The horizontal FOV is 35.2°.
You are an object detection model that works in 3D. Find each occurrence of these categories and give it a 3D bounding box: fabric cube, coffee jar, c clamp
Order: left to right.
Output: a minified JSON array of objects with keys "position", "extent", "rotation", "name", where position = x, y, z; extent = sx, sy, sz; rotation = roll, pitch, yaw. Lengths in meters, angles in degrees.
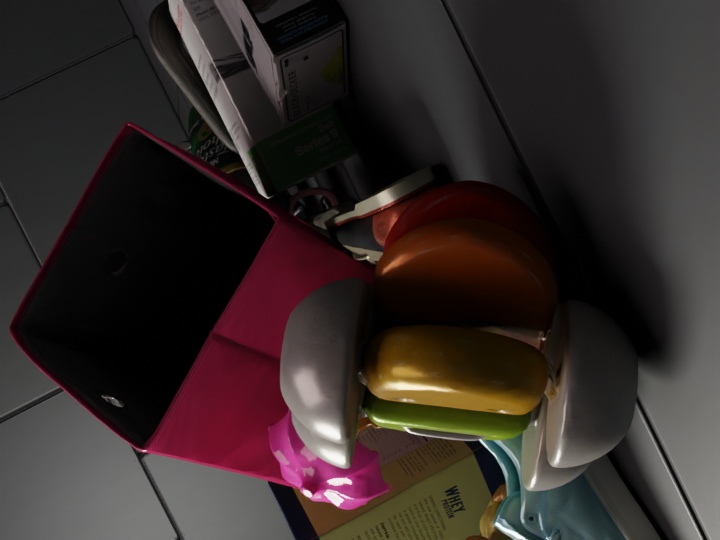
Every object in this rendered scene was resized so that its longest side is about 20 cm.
[{"position":[-0.118,0.033,0.915],"extent":[0.196,0.201,0.199],"rotation":[32,-179,35],"name":"fabric cube"},{"position":[-0.132,-0.216,1.127],"extent":[0.200,0.027,0.171],"rotation":[57,-143,-12],"name":"c clamp"},{"position":[-0.129,-0.107,1.181],"extent":[0.085,0.104,0.201],"rotation":[40,-151,-38],"name":"coffee jar"}]

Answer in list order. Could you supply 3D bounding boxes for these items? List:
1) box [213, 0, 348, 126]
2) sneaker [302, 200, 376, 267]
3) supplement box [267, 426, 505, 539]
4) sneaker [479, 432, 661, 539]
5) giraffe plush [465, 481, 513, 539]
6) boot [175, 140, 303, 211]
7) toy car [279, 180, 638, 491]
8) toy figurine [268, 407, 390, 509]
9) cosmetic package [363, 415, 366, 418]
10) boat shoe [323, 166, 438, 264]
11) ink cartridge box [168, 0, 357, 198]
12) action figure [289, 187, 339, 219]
[{"position":[-0.081,-0.225,0.869],"extent":[0.201,0.060,0.117],"rotation":[61,172,17],"name":"box"},{"position":[0.000,0.000,1.068],"extent":[0.089,0.077,0.200],"rotation":[62,-179,-23],"name":"sneaker"},{"position":[0.049,0.260,1.103],"extent":[0.201,0.199,0.134],"rotation":[66,171,-24],"name":"supplement box"},{"position":[0.127,0.158,0.705],"extent":[0.201,0.082,0.074],"rotation":[60,172,18],"name":"sneaker"},{"position":[0.138,0.296,0.911],"extent":[0.162,0.200,0.173],"rotation":[30,158,15],"name":"giraffe plush"},{"position":[-0.144,-0.096,1.371],"extent":[0.165,0.066,0.200],"rotation":[48,-166,-4],"name":"boot"},{"position":[0.052,0.032,0.616],"extent":[0.200,0.174,0.151],"rotation":[87,-171,-72],"name":"toy car"},{"position":[0.016,0.095,0.847],"extent":[0.151,0.183,0.200],"rotation":[66,172,-24],"name":"toy figurine"},{"position":[0.027,0.204,1.268],"extent":[0.085,0.108,0.200],"rotation":[47,176,2],"name":"cosmetic package"},{"position":[0.024,-0.029,0.825],"extent":[0.063,0.071,0.200],"rotation":[61,168,-4],"name":"boat shoe"},{"position":[-0.092,-0.172,1.017],"extent":[0.201,0.084,0.146],"rotation":[63,172,-6],"name":"ink cartridge box"},{"position":[-0.026,0.017,1.236],"extent":[0.149,0.134,0.201],"rotation":[-35,78,55],"name":"action figure"}]
